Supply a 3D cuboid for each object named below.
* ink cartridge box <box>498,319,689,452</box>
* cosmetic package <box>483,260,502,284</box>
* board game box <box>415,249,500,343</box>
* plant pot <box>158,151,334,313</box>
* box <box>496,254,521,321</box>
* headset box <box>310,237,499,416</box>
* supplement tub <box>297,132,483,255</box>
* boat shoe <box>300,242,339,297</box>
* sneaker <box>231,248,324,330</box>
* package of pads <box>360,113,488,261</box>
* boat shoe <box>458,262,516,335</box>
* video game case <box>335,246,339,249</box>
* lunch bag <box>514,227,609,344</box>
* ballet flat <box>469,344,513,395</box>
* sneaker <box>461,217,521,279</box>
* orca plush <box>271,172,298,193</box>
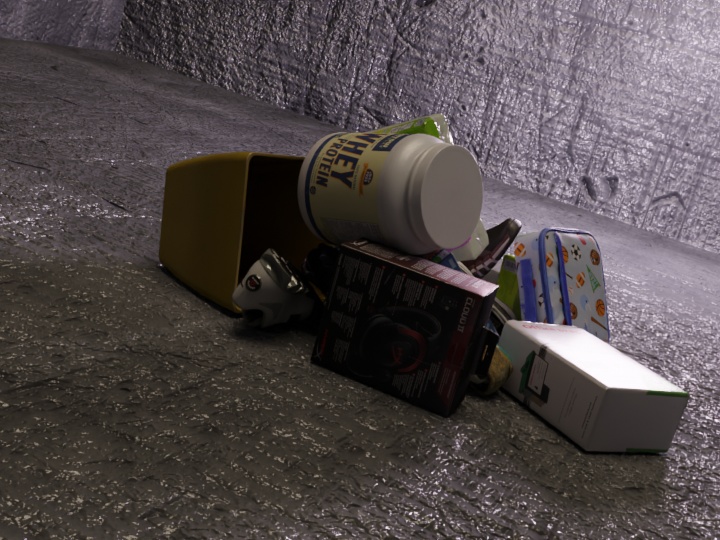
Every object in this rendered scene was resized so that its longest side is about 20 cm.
[{"bbox_3d":[0.277,0.141,1.249,0.145,0.085,0.200,8,16,-32],"label":"ink cartridge box"},{"bbox_3d":[0.177,0.013,1.645,0.199,0.091,0.107,22,13,33],"label":"cosmetic package"},{"bbox_3d":[0.114,0.037,1.324,0.200,0.034,0.135,57,-11,-33],"label":"board game box"},{"bbox_3d":[-0.161,-0.063,1.364,0.176,0.201,0.199,11,9,34],"label":"plant pot"},{"bbox_3d":[0.285,0.042,1.572,0.199,0.123,0.048,3,15,-44],"label":"box"},{"bbox_3d":[0.059,0.065,1.162,0.199,0.150,0.075,20,15,18],"label":"headset box"},{"bbox_3d":[0.036,-0.096,1.242,0.199,0.146,0.145,8,5,42],"label":"supplement tub"},{"bbox_3d":[-0.029,-0.007,1.334,0.093,0.075,0.200,38,7,-11],"label":"boat shoe"},{"bbox_3d":[-0.106,0.035,1.263,0.074,0.088,0.200,50,3,23],"label":"sneaker"},{"bbox_3d":[0.070,-0.102,1.376,0.154,0.201,0.068,-9,20,35],"label":"package of pads"},{"bbox_3d":[0.145,0.037,1.454,0.200,0.071,0.064,36,17,1],"label":"boat shoe"},{"bbox_3d":[0.033,-0.066,1.719,0.181,0.036,0.199,-14,-11,43],"label":"video game case"},{"bbox_3d":[0.291,0.040,1.461,0.075,0.201,0.160,-15,-13,43],"label":"lunch bag"},{"bbox_3d":[0.105,0.073,1.226,0.200,0.071,0.071,46,11,-8],"label":"ballet flat"},{"bbox_3d":[0.141,-0.033,1.509,0.115,0.200,0.076,43,32,-1],"label":"sneaker"},{"bbox_3d":[-0.087,-0.054,1.495,0.104,0.201,0.071,0,52,-8],"label":"orca plush"}]
